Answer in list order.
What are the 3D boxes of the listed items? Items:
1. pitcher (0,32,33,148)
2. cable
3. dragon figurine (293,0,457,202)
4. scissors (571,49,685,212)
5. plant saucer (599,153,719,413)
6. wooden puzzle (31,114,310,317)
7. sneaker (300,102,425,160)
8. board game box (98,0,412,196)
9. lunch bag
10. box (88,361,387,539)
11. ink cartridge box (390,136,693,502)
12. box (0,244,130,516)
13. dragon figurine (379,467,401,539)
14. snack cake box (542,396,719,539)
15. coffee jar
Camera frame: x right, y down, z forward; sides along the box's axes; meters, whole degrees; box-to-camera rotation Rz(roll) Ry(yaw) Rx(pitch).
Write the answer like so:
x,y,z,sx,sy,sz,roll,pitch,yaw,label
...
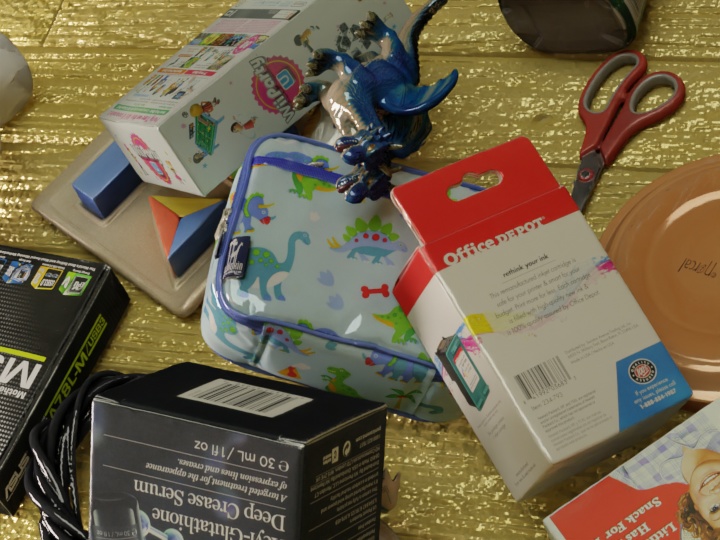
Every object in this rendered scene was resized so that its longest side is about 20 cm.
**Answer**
x,y,z,sx,sy,sz,roll,pitch,yaw,label
-0.350,-0.094,1.601,0.171,0.122,0.200,-29,20,19,pitcher
-0.144,0.138,1.402,0.162,0.051,0.201,-21,50,6,cable
0.025,-0.115,1.377,0.099,0.059,0.200,39,44,14,dragon figurine
0.159,-0.076,1.467,0.073,0.014,0.201,24,68,32,scissors
0.245,0.001,1.361,0.198,0.032,0.202,-11,51,14,plant saucer
-0.134,-0.079,1.562,0.199,0.046,0.185,32,71,36,wooden puzzle
-0.024,-0.038,1.469,0.088,0.075,0.201,29,84,-2,sneaker
-0.076,-0.143,1.483,0.200,0.064,0.147,-40,20,-14,board game box
0.000,0.000,1.375,0.198,0.083,0.162,17,57,-5,lunch bag
-0.076,0.172,1.244,0.147,0.202,0.107,9,14,27,box
0.102,0.028,1.304,0.115,0.067,0.201,-22,72,-26,ink cartridge box
-0.294,0.070,1.515,0.198,0.048,0.194,10,57,29,box
-0.023,0.142,1.333,0.059,0.099,0.200,-39,89,-25,dragon figurine
0.223,0.147,1.237,0.199,0.067,0.115,-33,52,-4,snack cake box
0.179,-0.260,1.544,0.104,0.085,0.201,2,55,33,coffee jar
